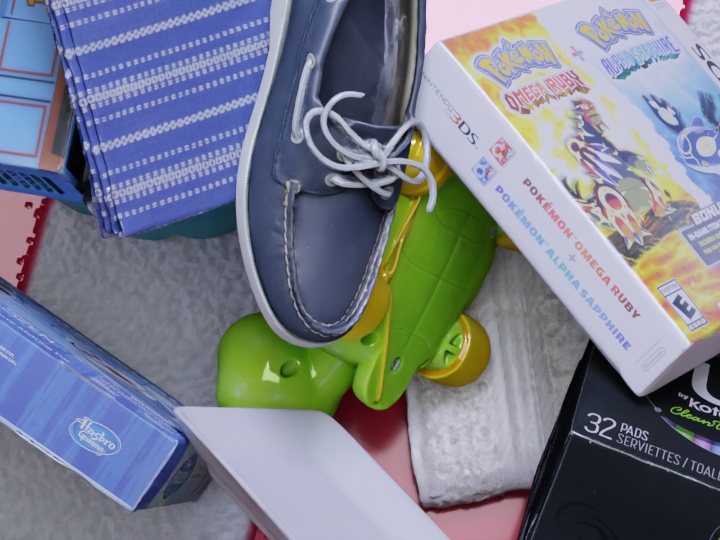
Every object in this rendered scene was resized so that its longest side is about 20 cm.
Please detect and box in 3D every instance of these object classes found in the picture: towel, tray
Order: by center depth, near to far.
[{"bbox_3d":[-0.080,-0.128,1.273,0.145,0.024,0.200,-22,105,-33],"label":"towel"},{"bbox_3d":[0.004,0.129,1.281,0.200,0.107,0.022,44,115,33],"label":"tray"},{"bbox_3d":[0.085,0.014,1.456,0.132,0.034,0.200,-7,80,10],"label":"towel"}]

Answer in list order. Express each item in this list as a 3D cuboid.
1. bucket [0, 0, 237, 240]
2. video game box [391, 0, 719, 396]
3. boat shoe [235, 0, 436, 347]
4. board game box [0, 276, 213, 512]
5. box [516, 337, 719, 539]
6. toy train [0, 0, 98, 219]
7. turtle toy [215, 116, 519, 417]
[{"bbox_3d":[-0.092,-0.122,1.440,0.207,0.135,0.208,0,80,1],"label":"bucket"},{"bbox_3d":[0.133,-0.047,1.362,0.182,0.200,0.047,49,125,13],"label":"video game box"},{"bbox_3d":[-0.004,-0.065,1.279,0.075,0.062,0.200,13,84,-35],"label":"boat shoe"},{"bbox_3d":[-0.162,0.041,1.378,0.200,0.199,0.043,34,89,6],"label":"board game box"},{"bbox_3d":[0.181,0.120,1.338,0.200,0.149,0.124,20,120,2],"label":"box"},{"bbox_3d":[-0.118,-0.122,1.331,0.114,0.087,0.200,9,81,9],"label":"toy train"},{"bbox_3d":[0.000,0.000,1.397,0.101,0.146,0.200,26,89,34],"label":"turtle toy"}]
